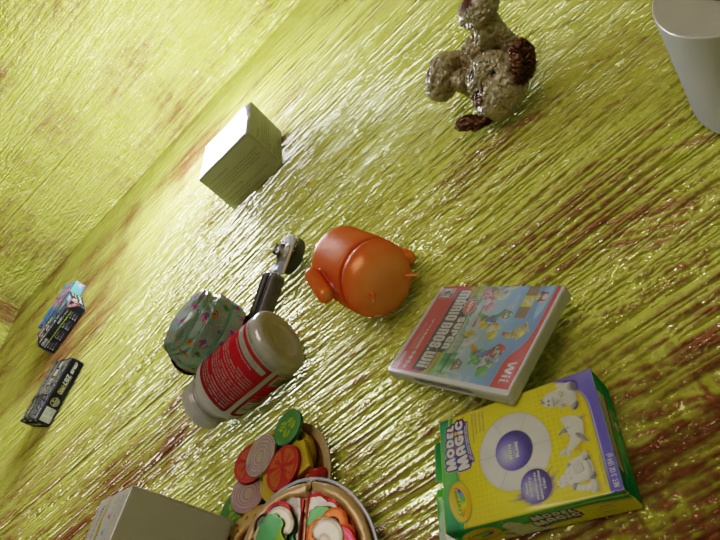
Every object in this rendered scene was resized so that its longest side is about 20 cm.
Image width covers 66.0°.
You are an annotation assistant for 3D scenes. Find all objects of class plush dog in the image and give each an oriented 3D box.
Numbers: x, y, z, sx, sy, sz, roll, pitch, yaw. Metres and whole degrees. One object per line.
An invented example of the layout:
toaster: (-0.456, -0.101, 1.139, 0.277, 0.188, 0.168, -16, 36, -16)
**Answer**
plush dog: (0.212, -0.317, 0.893, 0.201, 0.157, 0.175, 124, 145, -49)

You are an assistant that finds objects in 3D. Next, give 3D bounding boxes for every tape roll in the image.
tape roll: (0.416, -0.254, 0.547, 0.201, 0.139, 0.205, -32, 36, 27)

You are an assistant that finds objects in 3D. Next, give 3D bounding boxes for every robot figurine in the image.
robot figurine: (-0.001, 0.001, 0.829, 0.199, 0.142, 0.119, 25, 94, 56)

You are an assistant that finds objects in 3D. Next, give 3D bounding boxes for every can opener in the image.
can opener: (-0.156, 0.029, 1.060, 0.053, 0.066, 0.204, 8, 77, 52)

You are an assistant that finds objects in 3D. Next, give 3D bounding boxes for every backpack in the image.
backpack: (-0.291, 0.117, 1.039, 0.199, 0.125, 0.170, -21, 46, 59)

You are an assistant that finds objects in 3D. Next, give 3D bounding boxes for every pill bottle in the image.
pill bottle: (-0.195, 0.168, 0.905, 0.199, 0.112, 0.113, -40, 34, 16)

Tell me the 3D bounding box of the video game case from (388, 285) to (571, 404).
video game case: (0.130, 0.076, 0.645, 0.198, 0.017, 0.144, -3, 45, 56)

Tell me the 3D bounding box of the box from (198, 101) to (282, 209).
box: (-0.324, -0.317, 1.522, 0.199, 0.130, 0.201, -37, 35, 20)

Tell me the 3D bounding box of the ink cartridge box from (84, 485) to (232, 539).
ink cartridge box: (-0.288, 0.390, 0.732, 0.199, 0.143, 0.150, -36, 32, 48)

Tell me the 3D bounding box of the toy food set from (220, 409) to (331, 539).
toy food set: (-0.117, 0.296, 0.743, 0.200, 0.048, 0.199, -45, 33, 11)

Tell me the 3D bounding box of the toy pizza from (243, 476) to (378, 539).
toy pizza: (-0.067, 0.334, 0.614, 0.196, 0.032, 0.204, -17, 54, 24)

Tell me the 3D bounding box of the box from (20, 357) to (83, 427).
box: (-0.930, 0.367, 1.669, 0.159, 0.049, 0.203, -14, 48, 41)

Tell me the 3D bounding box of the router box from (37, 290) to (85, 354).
router box: (-1.103, 0.188, 2.042, 0.202, 0.062, 0.149, -56, 32, -8)

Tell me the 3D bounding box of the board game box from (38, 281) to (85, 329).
board game box: (-1.190, 0.145, 2.206, 0.150, 0.045, 0.203, -12, 49, 45)

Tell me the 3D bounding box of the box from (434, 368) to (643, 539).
box: (0.148, 0.184, 0.531, 0.198, 0.048, 0.119, -32, 36, 30)
